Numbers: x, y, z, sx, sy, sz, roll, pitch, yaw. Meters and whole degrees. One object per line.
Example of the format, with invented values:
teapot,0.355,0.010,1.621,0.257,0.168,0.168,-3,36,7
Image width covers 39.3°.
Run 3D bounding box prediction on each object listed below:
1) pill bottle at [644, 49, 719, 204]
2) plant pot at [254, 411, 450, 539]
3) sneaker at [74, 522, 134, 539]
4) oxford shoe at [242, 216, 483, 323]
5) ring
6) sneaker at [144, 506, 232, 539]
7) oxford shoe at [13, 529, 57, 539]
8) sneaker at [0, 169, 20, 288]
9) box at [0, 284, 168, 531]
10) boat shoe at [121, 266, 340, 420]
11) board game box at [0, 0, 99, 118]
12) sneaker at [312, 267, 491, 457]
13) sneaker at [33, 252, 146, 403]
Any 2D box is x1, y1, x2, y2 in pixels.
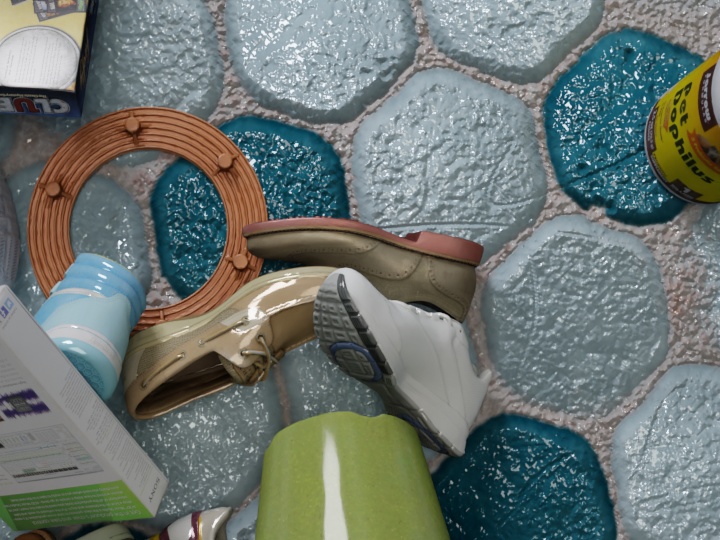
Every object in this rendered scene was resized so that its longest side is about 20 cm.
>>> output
pill bottle,0.304,-0.122,0.785,0.107,0.200,0.112,1,83,-5
plant pot,-0.005,0.211,0.720,0.196,0.201,0.193,-3,57,-6
sneaker,-0.215,0.259,0.668,0.198,0.075,0.107,-26,64,-34
oxford shoe,0.000,0.000,0.810,0.196,0.070,0.076,8,88,-3
ring,-0.173,-0.035,0.822,0.196,0.019,0.205,1,82,-5
sneaker,-0.096,0.282,0.763,0.089,0.075,0.203,-25,87,-2
oxford shoe,-0.261,0.279,0.716,0.070,0.071,0.203,-18,52,32
sneaker,-0.340,-0.063,0.789,0.110,0.078,0.203,-19,75,-3
box,-0.243,0.105,0.700,0.142,0.037,0.202,-11,126,26
boat shoe,-0.090,0.060,0.778,0.197,0.072,0.065,-23,48,5
board game box,-0.275,-0.215,0.792,0.133,0.035,0.203,3,62,-5
sneaker,0.034,0.059,0.778,0.088,0.074,0.201,-56,131,-21
sneaker,-0.235,0.060,0.771,0.080,0.198,0.132,48,37,-28
